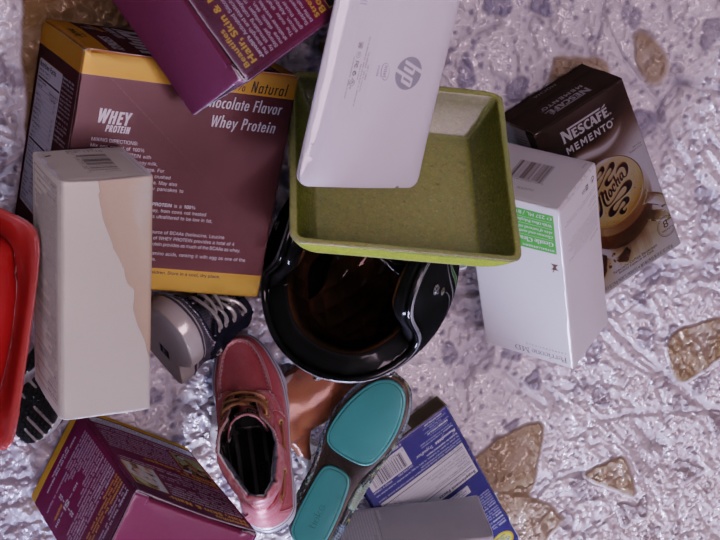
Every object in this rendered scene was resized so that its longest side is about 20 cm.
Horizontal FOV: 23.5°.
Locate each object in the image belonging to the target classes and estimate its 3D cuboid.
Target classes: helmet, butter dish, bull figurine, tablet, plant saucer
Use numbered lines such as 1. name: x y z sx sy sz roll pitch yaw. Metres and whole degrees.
1. helmet: 0.000 0.000 1.598 0.198 0.201 0.191 -13 145 -21
2. butter dish: -0.377 0.036 1.409 0.147 0.198 0.202 -9 115 -53
3. bull figurine: -0.051 0.133 1.693 0.199 0.065 0.122 -35 126 -4
4. tablet: 0.020 -0.164 1.408 0.129 0.014 0.202 -1 113 -39
5. plant saucer: 0.032 -0.079 1.511 0.198 0.201 0.048 5 140 -9

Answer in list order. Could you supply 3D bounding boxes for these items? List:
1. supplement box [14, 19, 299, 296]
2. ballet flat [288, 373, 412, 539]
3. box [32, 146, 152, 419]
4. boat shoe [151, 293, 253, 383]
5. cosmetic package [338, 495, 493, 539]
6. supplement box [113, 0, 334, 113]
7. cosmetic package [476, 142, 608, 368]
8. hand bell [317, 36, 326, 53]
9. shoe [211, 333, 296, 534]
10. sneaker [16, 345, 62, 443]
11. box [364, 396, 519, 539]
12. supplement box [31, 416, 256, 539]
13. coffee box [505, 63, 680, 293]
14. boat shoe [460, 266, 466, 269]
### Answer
1. supplement box: -0.182 -0.098 1.510 0.196 0.133 0.202 4 106 -26
2. ballet flat: -0.009 0.177 1.667 0.074 0.074 0.201 23 108 -30
3. box: -0.218 0.009 1.400 0.077 0.095 0.202 -6 112 -24
4. boat shoe: -0.144 0.039 1.557 0.093 0.200 0.075 -41 88 -14
5. cosmetic package: 0.034 0.301 1.750 0.198 0.090 0.108 -6 115 -4
6. supplement box: -0.084 -0.241 1.407 0.200 0.103 0.131 -39 99 -31
7. cosmetic package: 0.175 -0.014 1.688 0.085 0.107 0.201 -48 140 -39
8. hand bell: 0.047 -0.275 1.602 0.104 0.104 0.201 29 81 -30
9. shoe: -0.100 0.135 1.591 0.071 0.202 0.091 -12 153 -1
10. sneaker: -0.259 0.078 1.546 0.080 0.074 0.200 -26 157 -53
11. box: 0.078 0.244 1.811 0.121 0.032 0.201 -35 118 -10
12. supplement box: -0.200 0.222 1.573 0.130 0.200 0.104 25 95 -29
13. coffee box: 0.231 -0.090 1.742 0.113 0.080 0.201 -32 118 -12
14. boat shoe: 0.077 -0.032 1.692 0.070 0.071 0.203 9 103 -28
